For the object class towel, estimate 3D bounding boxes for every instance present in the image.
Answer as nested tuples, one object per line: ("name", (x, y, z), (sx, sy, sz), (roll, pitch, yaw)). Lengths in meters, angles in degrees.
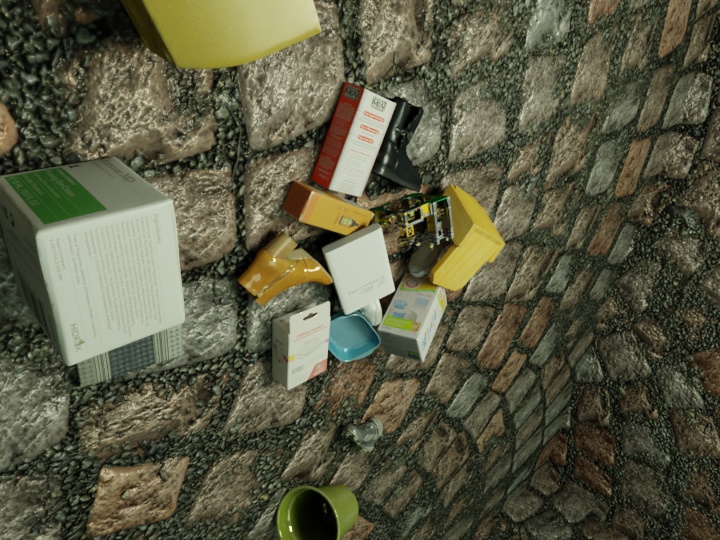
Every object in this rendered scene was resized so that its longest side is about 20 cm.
("towel", (-0.397, 0.090, 0.960), (0.192, 0.034, 0.201), (-16, 128, -37))

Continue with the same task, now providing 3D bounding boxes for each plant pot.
("plant pot", (-0.103, 0.688, 1.574), (0.184, 0.200, 0.201), (11, 107, -62))
("plant pot", (-0.206, -0.375, 0.727), (0.200, 0.194, 0.196), (-37, 138, -16))

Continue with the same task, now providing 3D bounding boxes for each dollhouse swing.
("dollhouse swing", (0.239, -0.078, 1.421), (0.176, 0.183, 0.199), (-38, 151, 24))

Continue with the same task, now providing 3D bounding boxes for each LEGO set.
("LEGO set", (0.121, -0.100, 1.291), (0.199, 0.153, 0.117), (-28, 116, -43))

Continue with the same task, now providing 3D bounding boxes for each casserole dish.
("casserole dish", (-0.028, 0.154, 1.364), (0.121, 0.039, 0.200), (-27, 139, 7))

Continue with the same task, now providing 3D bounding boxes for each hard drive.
("hard drive", (0.000, 0.000, 1.230), (0.131, 0.027, 0.201), (-25, 136, -10))

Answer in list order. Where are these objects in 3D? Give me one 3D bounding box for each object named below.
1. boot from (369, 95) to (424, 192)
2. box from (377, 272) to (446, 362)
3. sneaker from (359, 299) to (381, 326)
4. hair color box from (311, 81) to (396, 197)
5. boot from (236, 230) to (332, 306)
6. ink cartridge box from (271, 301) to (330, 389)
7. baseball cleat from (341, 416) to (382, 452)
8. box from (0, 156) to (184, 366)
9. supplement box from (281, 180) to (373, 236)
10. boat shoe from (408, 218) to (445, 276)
("boot", (0.100, -0.270, 1.213), (0.200, 0.076, 0.169), (13, 102, -55))
("box", (0.138, 0.116, 1.440), (0.201, 0.112, 0.102), (-60, 149, -34))
("sneaker", (-0.007, 0.063, 1.343), (0.088, 0.075, 0.201), (-26, 129, -15))
("hair color box", (-0.014, -0.256, 1.113), (0.101, 0.061, 0.201), (6, 111, -49))
("boot", (-0.155, 0.018, 1.150), (0.144, 0.071, 0.201), (-49, 139, -1))
("ink cartridge box", (-0.134, 0.154, 1.254), (0.116, 0.067, 0.201), (-21, 131, -38))
("baseball cleat", (0.008, 0.462, 1.630), (0.107, 0.069, 0.200), (-52, 152, -18))
("box", (-0.369, -0.023, 0.771), (0.171, 0.199, 0.201), (-21, 129, -38))
("supplement box", (-0.062, -0.121, 1.148), (0.199, 0.069, 0.067), (14, 105, -49))
("boat shoe", (0.180, -0.083, 1.431), (0.202, 0.074, 0.086), (-53, 143, -12))
